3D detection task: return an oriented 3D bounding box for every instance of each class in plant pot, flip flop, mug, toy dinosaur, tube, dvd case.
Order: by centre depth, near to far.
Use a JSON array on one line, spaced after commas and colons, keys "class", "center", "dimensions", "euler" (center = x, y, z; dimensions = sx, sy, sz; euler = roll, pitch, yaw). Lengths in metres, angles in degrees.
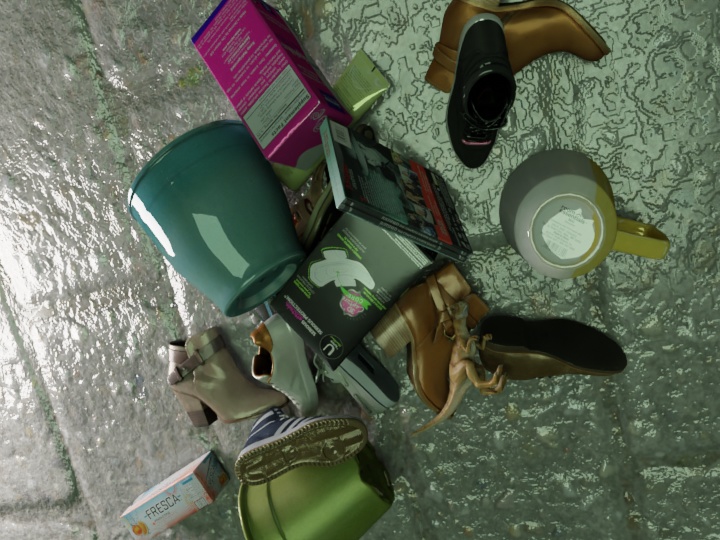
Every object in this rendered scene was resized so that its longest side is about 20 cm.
[{"class": "mug", "center": [0.256, -0.067, 0.702], "dimensions": [0.181, 0.153, 0.154], "euler": [-17, 99, 18]}, {"class": "dvd case", "center": [0.044, -0.096, 0.709], "dimensions": [0.196, 0.149, 0.022], "euler": [21, 130, -34]}, {"class": "plant pot", "center": [-0.173, -0.053, 0.776], "dimensions": [0.199, 0.199, 0.191], "euler": [-40, 79, 21]}, {"class": "toy dinosaur", "center": [0.139, 0.141, 0.790], "dimensions": [0.103, 0.060, 0.208], "euler": [15, 102, 30]}, {"class": "tube", "center": [-0.043, -0.198, 0.804], "dimensions": [0.058, 0.052, 0.201], "euler": [37, 110, -13]}, {"class": "flip flop", "center": [-0.043, -0.112, 0.813], "dimensions": [0.057, 0.080, 0.204], "euler": [36, 110, 19]}, {"class": "plant pot", "center": [-0.053, 0.348, 0.892], "dimensions": [0.188, 0.200, 0.202], "euler": [-37, 94, 9]}]

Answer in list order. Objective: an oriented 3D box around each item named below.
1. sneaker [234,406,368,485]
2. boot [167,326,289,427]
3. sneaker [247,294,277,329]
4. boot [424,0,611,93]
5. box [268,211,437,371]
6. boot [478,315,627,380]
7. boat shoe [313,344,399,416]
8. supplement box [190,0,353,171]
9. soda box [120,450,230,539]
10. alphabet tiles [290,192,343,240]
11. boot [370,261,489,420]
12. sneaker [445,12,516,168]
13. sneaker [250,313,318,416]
[{"class": "sneaker", "center": [-0.084, 0.239, 0.862], "dimensions": [0.193, 0.109, 0.072], "euler": [-18, 103, 2]}, {"class": "boot", "center": [-0.221, 0.164, 0.941], "dimensions": [0.193, 0.070, 0.152], "euler": [-14, 93, 11]}, {"class": "sneaker", "center": [-0.169, 0.016, 0.883], "dimensions": [0.197, 0.074, 0.083], "euler": [36, 115, -7]}, {"class": "boot", "center": [0.185, -0.259, 0.715], "dimensions": [0.195, 0.077, 0.158], "euler": [26, 117, -4]}, {"class": "box", "center": [0.000, 0.000, 0.783], "dimensions": [0.124, 0.149, 0.201], "euler": [43, 110, 1]}, {"class": "boot", "center": [0.259, 0.116, 0.808], "dimensions": [0.192, 0.075, 0.077], "euler": [8, 132, 12]}, {"class": "boat shoe", "center": [-0.034, 0.141, 0.879], "dimensions": [0.085, 0.075, 0.202], "euler": [-37, 106, 23]}, {"class": "supplement box", "center": [-0.112, -0.243, 0.754], "dimensions": [0.103, 0.100, 0.203], "euler": [-38, 76, 20]}, {"class": "soda box", "center": [-0.324, 0.397, 1.026], "dimensions": [0.197, 0.068, 0.065], "euler": [-34, 94, 20]}, {"class": "alphabet tiles", "center": [-0.052, -0.005, 0.880], "dimensions": [0.165, 0.008, 0.203], "euler": [-33, 94, 21]}, {"class": "boot", "center": [0.123, 0.103, 0.830], "dimensions": [0.153, 0.074, 0.202], "euler": [-38, 113, 1]}, {"class": "sneaker", "center": [0.138, -0.179, 0.692], "dimensions": [0.068, 0.102, 0.203], "euler": [0, 140, 4]}, {"class": "sneaker", "center": [-0.118, 0.151, 0.871], "dimensions": [0.083, 0.073, 0.205], "euler": [-26, 128, -20]}]
